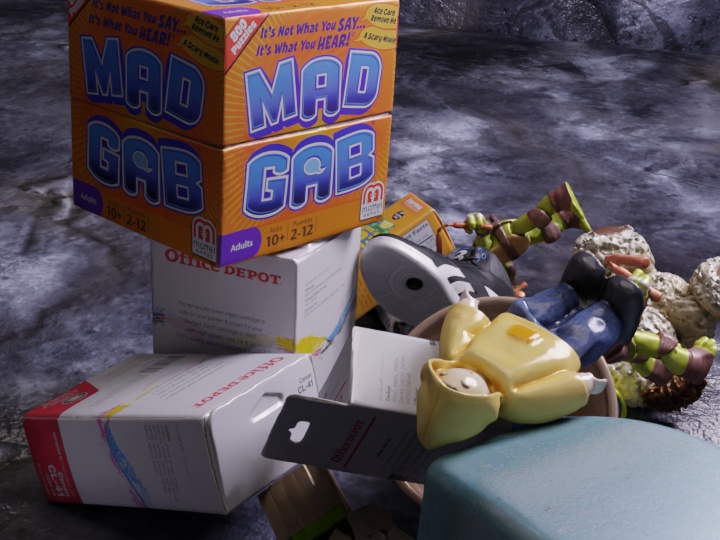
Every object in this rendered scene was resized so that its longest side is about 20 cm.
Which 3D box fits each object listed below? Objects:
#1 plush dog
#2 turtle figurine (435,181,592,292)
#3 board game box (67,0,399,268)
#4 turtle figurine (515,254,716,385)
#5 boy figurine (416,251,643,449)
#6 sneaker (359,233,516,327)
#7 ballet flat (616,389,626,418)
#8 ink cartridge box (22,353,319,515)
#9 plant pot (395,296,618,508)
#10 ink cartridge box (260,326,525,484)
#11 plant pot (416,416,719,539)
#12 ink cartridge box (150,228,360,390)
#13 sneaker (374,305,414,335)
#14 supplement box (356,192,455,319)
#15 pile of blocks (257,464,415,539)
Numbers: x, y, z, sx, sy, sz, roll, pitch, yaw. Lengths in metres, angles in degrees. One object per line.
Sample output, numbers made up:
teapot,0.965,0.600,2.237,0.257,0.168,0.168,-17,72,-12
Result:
plush dog,0.287,0.069,1.211,0.200,0.161,0.172,23,48,30
turtle figurine,0.168,-0.028,1.284,0.161,0.200,0.064,-27,48,10
board game box,-0.111,-0.143,1.020,0.200,0.200,0.200,22,28,38
turtle figurine,0.234,0.056,1.051,0.161,0.200,0.065,23,59,-18
boy figurine,0.104,0.055,0.814,0.200,0.065,0.124,-26,52,-35
sneaker,0.079,0.005,1.170,0.200,0.073,0.112,39,39,-26
ballet flat,0.158,0.119,1.148,0.200,0.067,0.067,11,2,11
ink cartridge box,-0.151,0.129,0.968,0.200,0.086,0.148,-2,16,34
plant pot,0.119,0.130,1.005,0.200,0.201,0.093,11,-19,18
ink cartridge box,0.035,0.104,0.875,0.200,0.116,0.067,11,56,-11
plant pot,0.140,0.199,0.745,0.196,0.197,0.200,-13,32,-35
ink cartridge box,-0.095,0.045,1.092,0.147,0.200,0.145,12,24,20
sneaker,0.056,0.046,1.289,0.080,0.077,0.200,-23,31,-30
supplement box,0.000,0.000,1.279,0.200,0.069,0.067,-33,32,-11
pile of blocks,0.011,0.221,0.892,0.200,0.082,0.062,30,-10,31
